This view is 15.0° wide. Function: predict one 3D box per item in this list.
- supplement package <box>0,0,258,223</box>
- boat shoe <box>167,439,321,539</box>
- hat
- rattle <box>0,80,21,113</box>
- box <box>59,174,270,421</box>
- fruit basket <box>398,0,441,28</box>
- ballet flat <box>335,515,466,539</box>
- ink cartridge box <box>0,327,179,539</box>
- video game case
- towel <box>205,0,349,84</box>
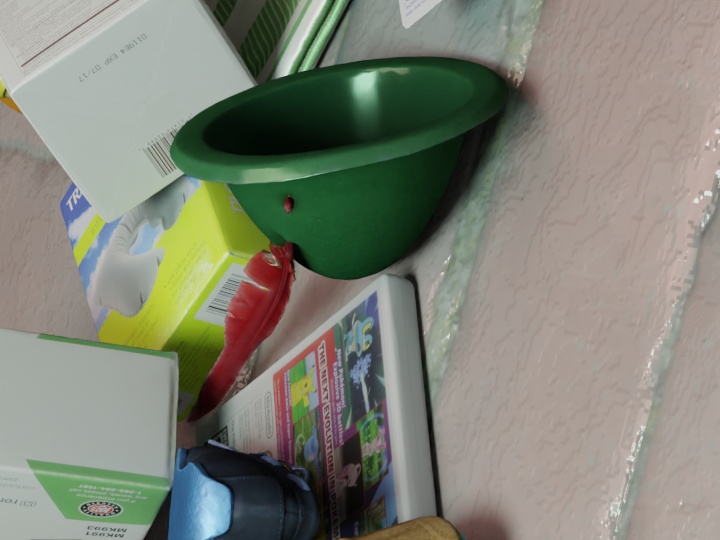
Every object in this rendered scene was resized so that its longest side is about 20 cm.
[{"bbox_3d":[-0.150,-0.142,1.510,0.114,0.110,0.200,-33,41,0],"label":"supplement package"},{"bbox_3d":[-0.057,0.126,1.315,0.200,0.068,0.084,-165,79,-82],"label":"boat shoe"},{"bbox_3d":[0.000,0.000,1.351,0.200,0.165,0.176,-144,40,-66],"label":"hat"},{"bbox_3d":[-0.176,-0.196,1.706,0.130,0.143,0.200,13,88,17],"label":"rattle"},{"bbox_3d":[-0.110,-0.028,1.541,0.122,0.048,0.200,-54,37,27],"label":"box"},{"bbox_3d":[0.070,-0.243,1.331,0.185,0.094,0.200,-36,57,46],"label":"fruit basket"},{"bbox_3d":[-0.032,0.165,1.263,0.200,0.072,0.068,-36,47,45],"label":"ballet flat"},{"bbox_3d":[-0.191,0.115,1.460,0.200,0.145,0.088,123,151,-56],"label":"ink cartridge box"},{"bbox_3d":[-0.023,0.129,1.359,0.182,0.023,0.200,-40,44,43],"label":"video game case"},{"bbox_3d":[-0.053,-0.185,1.545,0.153,0.023,0.200,-63,33,18],"label":"towel"}]
